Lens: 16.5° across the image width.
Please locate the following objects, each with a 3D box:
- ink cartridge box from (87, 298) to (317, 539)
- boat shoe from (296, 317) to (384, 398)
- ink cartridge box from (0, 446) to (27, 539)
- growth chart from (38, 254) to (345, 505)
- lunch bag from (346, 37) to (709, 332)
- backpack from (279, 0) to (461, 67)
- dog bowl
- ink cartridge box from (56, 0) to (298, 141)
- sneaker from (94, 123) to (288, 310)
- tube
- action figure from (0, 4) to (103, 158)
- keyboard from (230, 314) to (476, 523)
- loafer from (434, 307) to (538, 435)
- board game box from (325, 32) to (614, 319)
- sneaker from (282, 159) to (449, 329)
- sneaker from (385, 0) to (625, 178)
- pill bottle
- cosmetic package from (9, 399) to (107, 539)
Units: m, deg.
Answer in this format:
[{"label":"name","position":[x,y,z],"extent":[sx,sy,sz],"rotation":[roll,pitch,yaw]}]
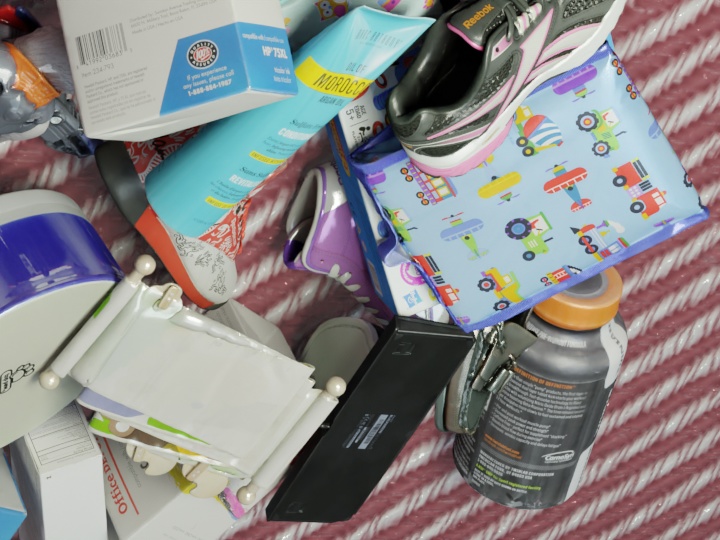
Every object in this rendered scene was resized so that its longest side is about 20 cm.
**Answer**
[{"label":"ink cartridge box","position":[-0.129,0.130,1.784],"extent":[0.200,0.117,0.067],"rotation":[-43,137,14]},{"label":"boat shoe","position":[-0.013,0.085,1.802],"extent":[0.060,0.076,0.200],"rotation":[4,161,-25]},{"label":"ink cartridge box","position":[-0.324,0.196,1.742],"extent":[0.068,0.116,0.200],"rotation":[17,120,-37]},{"label":"growth chart","position":[-0.111,0.081,1.635],"extent":[0.200,0.018,0.145],"rotation":[32,119,-31]},{"label":"lunch bag","position":[0.100,-0.055,1.622],"extent":[0.200,0.094,0.151],"rotation":[-32,119,5]},{"label":"backpack","position":[-0.033,-0.181,1.533],"extent":[0.200,0.127,0.167],"rotation":[-28,141,3]},{"label":"dog bowl","position":[-0.247,0.041,1.612],"extent":[0.200,0.079,0.200],"rotation":[-32,160,-13]},{"label":"ink cartridge box","position":[-0.118,-0.186,1.448],"extent":[0.116,0.201,0.067],"rotation":[-14,175,25]},{"label":"sneaker","position":[-0.090,-0.045,1.649],"extent":[0.108,0.067,0.201],"rotation":[-26,148,6]},{"label":"tube","position":[-0.047,-0.096,1.495],"extent":[0.200,0.050,0.077],"rotation":[-39,163,26]},{"label":"action figure","position":[-0.236,-0.085,1.538],"extent":[0.193,0.105,0.200],"rotation":[-33,137,18]},{"label":"keyboard","position":[-0.014,0.104,1.715],"extent":[0.127,0.021,0.200],"rotation":[6,130,-36]},{"label":"loafer","position":[0.106,0.027,1.785],"extent":[0.072,0.063,0.201],"rotation":[2,103,-73]},{"label":"board game box","position":[0.081,-0.095,1.673],"extent":[0.195,0.056,0.200],"rotation":[-22,115,-10]},{"label":"sneaker","position":[0.000,-0.001,1.767],"extent":[0.114,0.073,0.201],"rotation":[-16,125,-14]},{"label":"sneaker","position":[0.090,-0.147,1.519],"extent":[0.200,0.080,0.086],"rotation":[-55,155,1]},{"label":"pill bottle","position":[0.141,0.078,1.886],"extent":[0.106,0.106,0.200],"rotation":[-6,133,-23]},{"label":"cosmetic package","position":[-0.215,0.164,1.775],"extent":[0.051,0.083,0.200],"rotation":[-15,145,-15]}]
